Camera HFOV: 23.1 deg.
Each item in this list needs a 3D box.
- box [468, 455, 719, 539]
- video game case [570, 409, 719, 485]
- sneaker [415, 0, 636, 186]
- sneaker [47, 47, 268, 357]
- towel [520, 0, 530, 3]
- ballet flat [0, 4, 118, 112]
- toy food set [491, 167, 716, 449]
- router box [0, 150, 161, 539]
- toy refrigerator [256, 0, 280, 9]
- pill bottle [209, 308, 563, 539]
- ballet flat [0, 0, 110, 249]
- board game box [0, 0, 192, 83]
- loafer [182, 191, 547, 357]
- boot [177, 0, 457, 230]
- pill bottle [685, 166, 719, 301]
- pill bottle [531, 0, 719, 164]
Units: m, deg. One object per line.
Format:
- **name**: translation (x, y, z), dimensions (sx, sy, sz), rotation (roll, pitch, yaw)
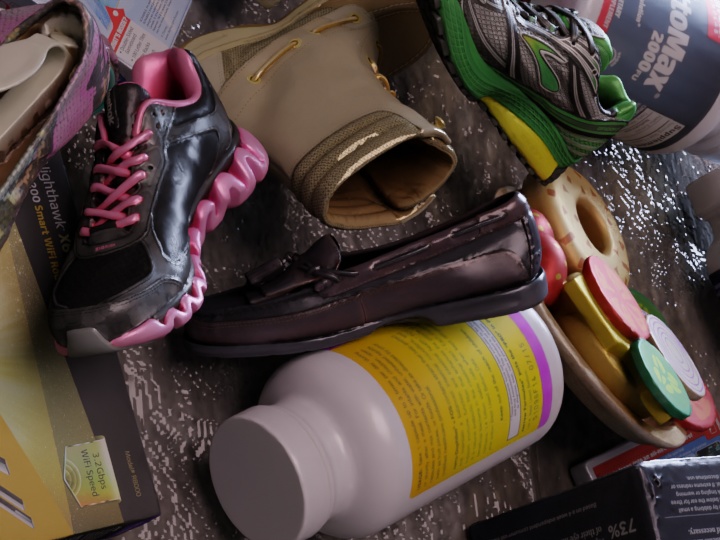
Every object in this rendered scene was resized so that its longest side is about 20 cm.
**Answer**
- **box**: translation (0.162, 0.219, 0.992), dimensions (0.104, 0.148, 0.201), rotation (2, 70, -39)
- **video game case**: translation (0.224, 0.197, 1.138), dimensions (0.143, 0.017, 0.201), rotation (-17, 82, -42)
- **sneaker**: translation (0.094, -0.137, 1.036), dimensions (0.200, 0.085, 0.078), rotation (43, 21, -45)
- **sneaker**: translation (-0.110, -0.039, 0.857), dimensions (0.200, 0.079, 0.096), rotation (-71, 147, -52)
- **towel**: translation (0.116, -0.238, 1.054), dimensions (0.023, 0.200, 0.145), rotation (19, 88, 3)
- **ballet flat**: translation (-0.219, -0.101, 0.876), dimensions (0.199, 0.069, 0.071), rotation (-12, 45, -34)
- **toy food set**: translation (0.150, 0.025, 1.091), dimensions (0.198, 0.049, 0.200), rotation (55, 19, 4)
- **router box**: translation (-0.197, 0.044, 0.849), dimensions (0.157, 0.052, 0.201), rotation (-8, 76, -41)
- **toy refrigerator**: translation (-0.095, -0.245, 0.993), dimensions (0.200, 0.076, 0.070), rotation (41, 50, -18)
- **pill bottle**: translation (0.014, 0.081, 0.966), dimensions (0.200, 0.104, 0.105), rotation (-22, 85, -43)
- **ballet flat**: translation (-0.180, -0.048, 0.798), dimensions (0.069, 0.071, 0.200), rotation (24, 63, 15)
- **board game box**: translation (-0.174, -0.223, 0.999), dimensions (0.199, 0.041, 0.200), rotation (34, 52, -22)
- **loafer**: translation (0.000, 0.000, 0.946), dimensions (0.199, 0.072, 0.063), rotation (-9, 107, -5)
- **boot**: translation (0.006, -0.097, 1.011), dimensions (0.200, 0.073, 0.155), rotation (-22, 45, -39)
- **pill bottle**: translation (0.309, 0.014, 1.226), dimensions (0.116, 0.116, 0.201), rotation (-18, 81, -42)
- **pill bottle**: translation (0.191, -0.147, 1.203), dimensions (0.200, 0.119, 0.120), rotation (20, 59, -31)
